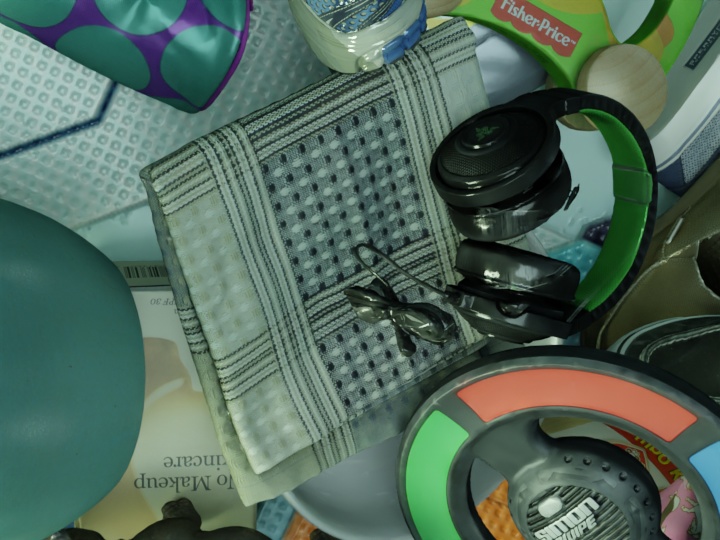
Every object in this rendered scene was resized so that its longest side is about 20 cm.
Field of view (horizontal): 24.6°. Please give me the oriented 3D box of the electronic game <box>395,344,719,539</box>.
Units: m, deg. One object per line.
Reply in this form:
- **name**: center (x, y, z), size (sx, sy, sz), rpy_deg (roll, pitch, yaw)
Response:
- **electronic game**: center (0.114, 0.121, 0.848), size (0.200, 0.042, 0.200), rpy_deg (11, 127, 14)

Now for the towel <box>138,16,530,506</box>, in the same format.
- **towel**: center (0.000, 0.000, 0.824), size (0.192, 0.035, 0.200), rpy_deg (-28, 121, -24)

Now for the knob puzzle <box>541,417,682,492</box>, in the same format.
- **knob puzzle**: center (0.198, 0.121, 0.973), size (0.219, 0.030, 0.220), rpy_deg (8, 119, 15)

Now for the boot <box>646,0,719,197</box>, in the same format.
- **boot**: center (0.240, -0.122, 0.943), size (0.090, 0.073, 0.200), rpy_deg (34, 104, -23)

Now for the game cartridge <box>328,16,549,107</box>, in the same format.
- **game cartridge**: center (0.025, -0.170, 0.907), size (0.133, 0.040, 0.200), rpy_deg (-32, 107, -5)

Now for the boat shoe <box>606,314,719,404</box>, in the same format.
- **boat shoe**: center (0.225, 0.048, 0.882), size (0.200, 0.064, 0.071), rpy_deg (-1, 64, -18)

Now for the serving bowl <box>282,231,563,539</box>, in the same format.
- **serving bowl**: center (0.016, 0.048, 0.914), size (0.200, 0.066, 0.200), rpy_deg (-12, 112, -32)

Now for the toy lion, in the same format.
- **toy lion**: center (0.102, -0.195, 0.870), size (0.200, 0.069, 0.192), rpy_deg (29, 89, -15)

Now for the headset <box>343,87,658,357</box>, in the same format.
- **headset**: center (0.079, -0.014, 0.798), size (0.200, 0.094, 0.124), rpy_deg (-22, 116, -33)

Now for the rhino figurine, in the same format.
- **rhino figurine**: center (-0.096, 0.157, 0.859), size (0.200, 0.087, 0.060), rpy_deg (10, 100, -14)

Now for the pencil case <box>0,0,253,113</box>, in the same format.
- **pencil case**: center (-0.153, -0.161, 0.852), size (0.200, 0.085, 0.092), rpy_deg (23, 114, -15)

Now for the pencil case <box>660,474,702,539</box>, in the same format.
- **pencil case**: center (0.166, 0.172, 0.943), size (0.200, 0.086, 0.083), rpy_deg (-43, 77, 32)

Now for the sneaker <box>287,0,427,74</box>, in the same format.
- **sneaker**: center (-0.033, -0.190, 0.798), size (0.077, 0.200, 0.085), rpy_deg (-33, 149, -9)

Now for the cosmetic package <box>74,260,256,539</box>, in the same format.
- **cosmetic package**: center (-0.111, 0.098, 0.927), size (0.105, 0.071, 0.200), rpy_deg (-3, 103, -10)

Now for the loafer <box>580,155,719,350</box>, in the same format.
- **loafer**: center (0.192, 0.003, 0.930), size (0.076, 0.067, 0.200), rpy_deg (22, 124, -15)

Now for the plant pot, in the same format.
- **plant pot**: center (-0.201, 0.052, 0.793), size (0.161, 0.201, 0.201), rpy_deg (3, 104, -34)
